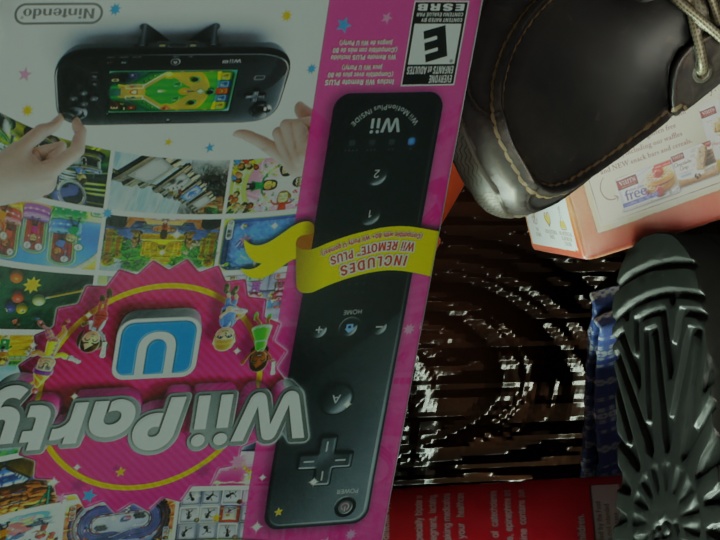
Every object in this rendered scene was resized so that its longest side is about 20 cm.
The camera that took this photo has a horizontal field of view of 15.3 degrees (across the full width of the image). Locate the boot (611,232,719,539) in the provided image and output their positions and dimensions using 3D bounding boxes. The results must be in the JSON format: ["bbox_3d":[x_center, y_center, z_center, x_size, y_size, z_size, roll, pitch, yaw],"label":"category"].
[{"bbox_3d":[0.171,0.085,0.924,0.157,0.079,0.213,2,88,-26],"label":"boot"}]

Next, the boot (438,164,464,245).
[{"bbox_3d":[0.000,0.000,0.955,0.075,0.107,0.201,27,98,-28],"label":"boot"}]

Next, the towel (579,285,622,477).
[{"bbox_3d":[0.154,0.057,1.039,0.144,0.024,0.201,-15,143,-8],"label":"towel"}]

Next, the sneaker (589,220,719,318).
[{"bbox_3d":[0.159,-0.060,1.028,0.199,0.075,0.116,-29,102,-2],"label":"sneaker"}]

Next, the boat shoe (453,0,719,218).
[{"bbox_3d":[0.093,-0.091,0.831,0.075,0.073,0.200,55,50,-19],"label":"boat shoe"}]

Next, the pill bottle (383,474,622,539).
[{"bbox_3d":[0.033,0.136,1.001,0.199,0.112,0.113,-3,116,3],"label":"pill bottle"}]

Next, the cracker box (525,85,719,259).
[{"bbox_3d":[0.106,-0.118,0.941,0.133,0.058,0.201,-16,99,-15],"label":"cracker box"}]

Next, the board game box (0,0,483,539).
[{"bbox_3d":[-0.055,0.000,0.781,0.147,0.064,0.201,-2,119,-24],"label":"board game box"}]
